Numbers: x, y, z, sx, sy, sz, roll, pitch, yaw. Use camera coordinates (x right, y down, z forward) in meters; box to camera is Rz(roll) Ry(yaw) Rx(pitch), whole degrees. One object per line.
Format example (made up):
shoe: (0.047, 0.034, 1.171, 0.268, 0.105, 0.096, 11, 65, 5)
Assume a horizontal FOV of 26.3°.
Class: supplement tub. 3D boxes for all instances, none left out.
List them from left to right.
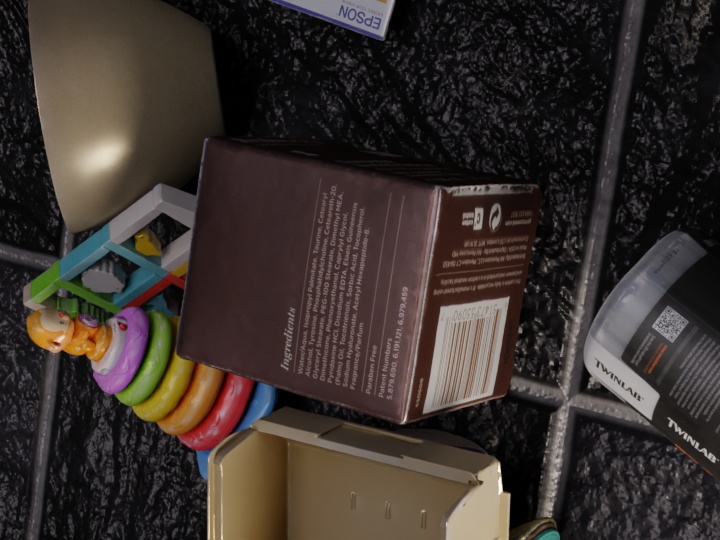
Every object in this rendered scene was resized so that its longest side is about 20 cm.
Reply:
supplement tub: (0.253, 0.075, 0.995, 0.200, 0.122, 0.123, 41, 112, 24)

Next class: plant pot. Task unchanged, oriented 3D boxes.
plant pot: (-0.178, -0.138, 1.228, 0.133, 0.200, 0.202, -8, 88, -4)

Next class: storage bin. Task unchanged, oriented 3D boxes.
storage bin: (-0.003, 0.218, 1.090, 0.199, 0.093, 0.200, 10, 107, 32)

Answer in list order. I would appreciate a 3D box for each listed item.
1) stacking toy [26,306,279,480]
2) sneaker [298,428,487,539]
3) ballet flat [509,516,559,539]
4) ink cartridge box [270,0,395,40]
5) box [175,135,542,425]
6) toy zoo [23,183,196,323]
stacking toy: (-0.169, 0.069, 1.201, 0.110, 0.199, 0.116, -50, 33, 25)
sneaker: (0.009, 0.182, 1.182, 0.198, 0.080, 0.116, 3, 98, 37)
ballet flat: (0.081, 0.258, 1.146, 0.070, 0.071, 0.201, 29, 107, 27)
ink cartridge box: (-0.024, -0.301, 1.192, 0.195, 0.043, 0.202, 24, 107, 27)
box: (0.000, 0.000, 1.119, 0.199, 0.166, 0.166, 14, 100, 29)
toy zoo: (-0.158, -0.001, 1.241, 0.199, 0.131, 0.021, -32, 46, 28)
